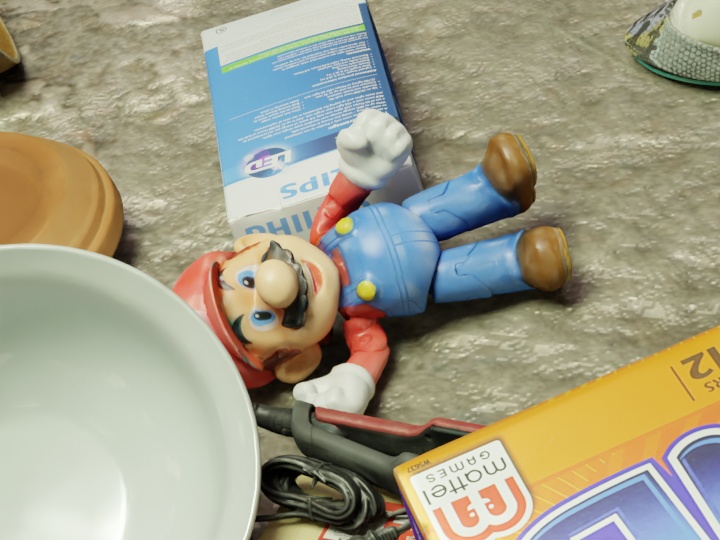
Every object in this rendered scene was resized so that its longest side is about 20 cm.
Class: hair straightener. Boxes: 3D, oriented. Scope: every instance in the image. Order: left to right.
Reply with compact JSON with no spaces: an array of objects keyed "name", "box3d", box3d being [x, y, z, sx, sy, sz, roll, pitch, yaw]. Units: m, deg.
[{"name":"hair straightener","box3d":[0.003,0.089,0.829,0.200,0.041,0.077,13,47,35]}]

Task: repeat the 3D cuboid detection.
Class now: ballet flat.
[{"name":"ballet flat","box3d":[0.222,-0.130,1.038,0.072,0.072,0.200,-40,42,-25]}]

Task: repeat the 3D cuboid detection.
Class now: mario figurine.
[{"name":"mario figurine","box3d":[0.000,0.000,0.941,0.200,0.106,0.124,-21,39,-5]}]

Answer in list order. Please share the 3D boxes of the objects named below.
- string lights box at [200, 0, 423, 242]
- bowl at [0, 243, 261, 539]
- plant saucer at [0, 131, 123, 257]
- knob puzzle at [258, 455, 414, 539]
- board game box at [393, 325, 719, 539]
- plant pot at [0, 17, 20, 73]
[{"name":"string lights box","box3d":[-0.027,-0.078,1.085,0.103,0.059,0.200,-17,37,3]},{"name":"bowl","box3d":[-0.147,0.095,0.855,0.201,0.090,0.202,2,72,-7]},{"name":"plant saucer","box3d":[-0.230,-0.016,1.067,0.200,0.038,0.200,-11,38,9]},{"name":"knob puzzle","box3d":[0.019,0.165,0.787,0.219,0.030,0.220,-11,38,9]},{"name":"board game box","box3d":[0.152,0.148,0.590,0.199,0.200,0.200,-23,47,-6]},{"name":"plant pot","box3d":[-0.355,-0.154,1.241,0.200,0.186,0.186,-34,38,2]}]
